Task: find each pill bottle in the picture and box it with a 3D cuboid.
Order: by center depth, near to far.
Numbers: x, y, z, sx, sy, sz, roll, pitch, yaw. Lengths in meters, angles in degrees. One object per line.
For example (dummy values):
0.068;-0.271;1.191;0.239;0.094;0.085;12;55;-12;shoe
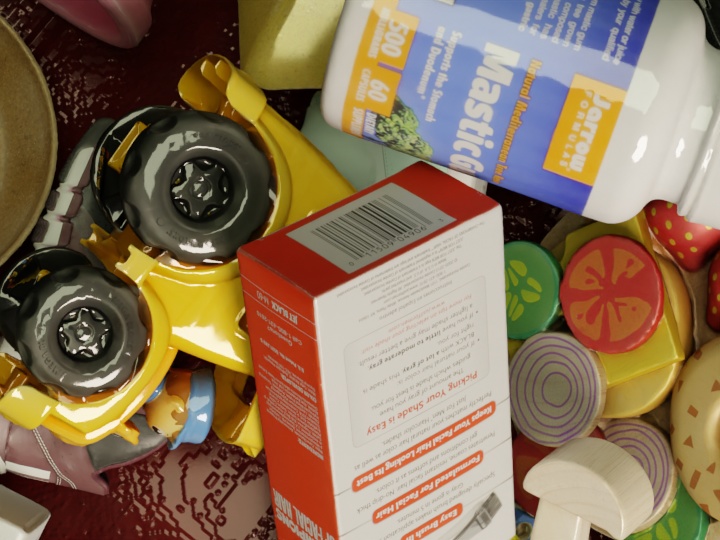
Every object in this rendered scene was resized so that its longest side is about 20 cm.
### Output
0.091;-0.088;0.888;0.199;0.112;0.113;20;81;6;pill bottle

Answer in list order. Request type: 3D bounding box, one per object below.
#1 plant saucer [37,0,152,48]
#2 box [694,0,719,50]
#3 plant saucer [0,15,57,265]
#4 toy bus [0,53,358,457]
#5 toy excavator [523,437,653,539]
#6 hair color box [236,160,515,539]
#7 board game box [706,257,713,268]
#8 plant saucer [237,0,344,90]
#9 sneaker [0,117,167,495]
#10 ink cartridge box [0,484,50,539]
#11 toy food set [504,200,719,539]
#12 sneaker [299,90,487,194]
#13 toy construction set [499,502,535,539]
-0.182;-0.196;0.996;0.200;0.201;0.051;37;82;2;plant saucer
0.255;-0.100;1.011;0.199;0.048;0.194;2;52;-27;box
-0.263;-0.068;1.031;0.199;0.035;0.201;5;71;-13;plant saucer
-0.069;0.023;0.956;0.192;0.136;0.200;38;85;-18;toy bus
0.122;0.211;0.972;0.200;0.100;0.195;46;126;12;toy excavator
0.012;0.062;0.917;0.111;0.064;0.201;-26;128;-29;hair color box
0.207;-0.050;1.040;0.101;0.048;0.200;-30;70;-5;board game box
0.033;-0.173;1.022;0.199;0.049;0.200;-2;39;-4;plant saucer
-0.130;0.027;1.040;0.115;0.076;0.201;20;92;-5;sneaker
-0.269;0.185;0.983;0.146;0.083;0.201;27;90;0;ink cartridge box
0.150;0.051;0.991;0.198;0.049;0.201;-25;74;35;toy food set
0.000;0.000;1.052;0.118;0.074;0.201;9;89;12;sneaker
0.029;0.219;1.014;0.131;0.092;0.201;3;89;-28;toy construction set
